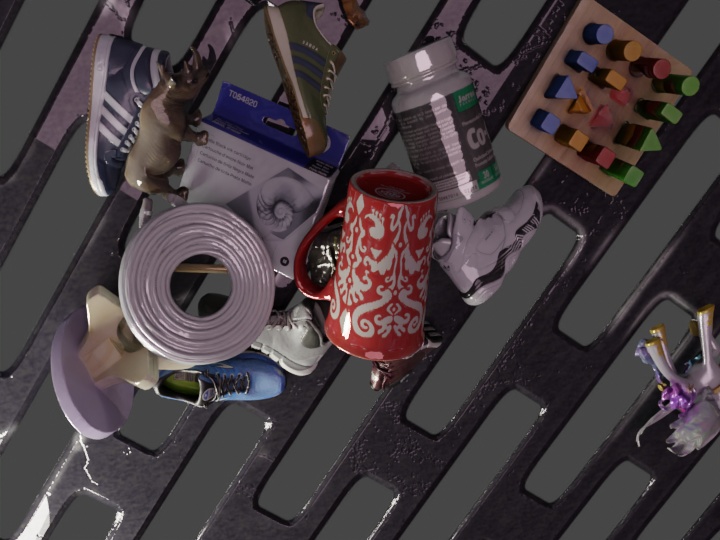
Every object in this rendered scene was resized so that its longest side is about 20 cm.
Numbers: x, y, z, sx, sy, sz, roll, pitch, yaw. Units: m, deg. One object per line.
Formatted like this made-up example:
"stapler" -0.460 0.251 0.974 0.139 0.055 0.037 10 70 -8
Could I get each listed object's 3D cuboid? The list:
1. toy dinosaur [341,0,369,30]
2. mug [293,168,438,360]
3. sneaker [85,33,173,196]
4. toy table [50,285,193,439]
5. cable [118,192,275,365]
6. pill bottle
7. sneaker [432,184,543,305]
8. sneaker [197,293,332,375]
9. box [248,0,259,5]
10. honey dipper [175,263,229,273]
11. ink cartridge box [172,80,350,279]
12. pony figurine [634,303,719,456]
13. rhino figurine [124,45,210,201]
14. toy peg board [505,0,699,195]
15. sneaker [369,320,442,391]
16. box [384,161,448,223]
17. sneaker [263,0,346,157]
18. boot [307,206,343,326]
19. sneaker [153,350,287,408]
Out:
"toy dinosaur" -0.032 -0.403 0.909 0.105 0.061 0.202 -31 108 5
"mug" 0.009 -0.012 0.892 0.173 0.134 0.204 3 118 -9
"sneaker" -0.291 -0.192 0.939 0.106 0.070 0.205 6 103 -6
"toy table" -0.315 0.106 0.958 0.116 0.202 0.184 -33 144 13
"cable" -0.198 0.016 0.906 0.196 0.069 0.204 18 80 -18
"pill bottle" 0.106 -0.192 0.959 0.111 0.113 0.204 -21 105 1
"sneaker" 0.170 -0.063 0.997 0.115 0.075 0.202 42 68 -18
"sneaker" -0.120 0.062 1.019 0.198 0.076 0.115 29 127 -23
"box" -0.145 -0.457 0.830 0.199 0.124 0.197 41 101 -4
"honey dipper" -0.222 -0.001 1.025 0.195 0.038 0.039 0 107 -4
"ink cartridge box" -0.136 -0.120 0.965 0.196 0.041 0.204 23 103 7
"pony figurine" 0.504 0.181 1.116 0.190 0.167 0.203 -28 93 -5
"rhino figurine" -0.234 -0.179 0.897 0.086 0.060 0.203 0 127 -40
"toy peg board" 0.338 -0.228 0.985 0.197 0.098 0.202 28 102 -14
"sneaker" 0.032 0.128 1.033 0.198 0.076 0.116 7 123 -51
"box" 0.099 -0.068 1.031 0.199 0.042 0.039 40 135 -17
"sneaker" -0.056 -0.252 0.926 0.088 0.067 0.204 -16 84 -11
"boot" 0.000 0.000 1.018 0.196 0.069 0.178 -2 109 26
"sneaker" -0.204 0.166 1.048 0.195 0.089 0.080 1 108 -6
